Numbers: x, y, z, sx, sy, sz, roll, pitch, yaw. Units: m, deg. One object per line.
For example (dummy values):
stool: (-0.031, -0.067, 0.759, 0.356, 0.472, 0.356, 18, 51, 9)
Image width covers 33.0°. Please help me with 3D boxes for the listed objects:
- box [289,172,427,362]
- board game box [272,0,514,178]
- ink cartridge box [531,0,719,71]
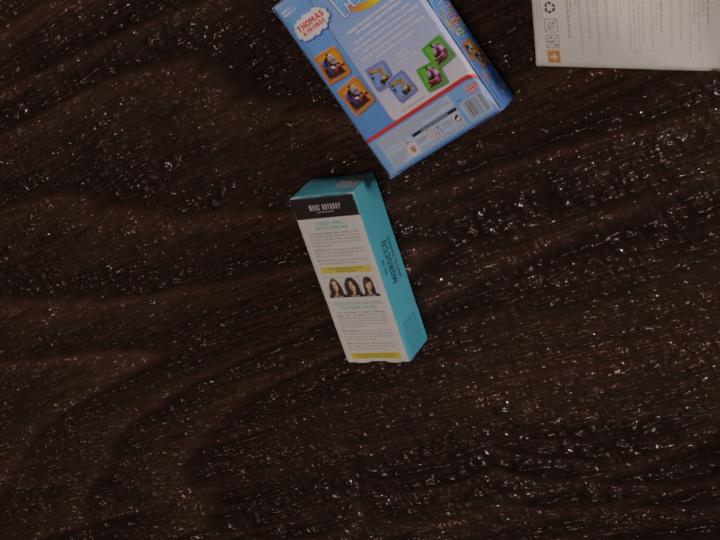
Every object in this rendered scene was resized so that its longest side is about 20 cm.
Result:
box: (0.000, 0.000, 1.282, 0.082, 0.049, 0.202, -3, 117, 33)
board game box: (0.029, -0.205, 1.140, 0.151, 0.037, 0.201, -28, 103, 40)
ink cartridge box: (0.230, -0.260, 0.977, 0.198, 0.047, 0.199, 6, 120, 27)
